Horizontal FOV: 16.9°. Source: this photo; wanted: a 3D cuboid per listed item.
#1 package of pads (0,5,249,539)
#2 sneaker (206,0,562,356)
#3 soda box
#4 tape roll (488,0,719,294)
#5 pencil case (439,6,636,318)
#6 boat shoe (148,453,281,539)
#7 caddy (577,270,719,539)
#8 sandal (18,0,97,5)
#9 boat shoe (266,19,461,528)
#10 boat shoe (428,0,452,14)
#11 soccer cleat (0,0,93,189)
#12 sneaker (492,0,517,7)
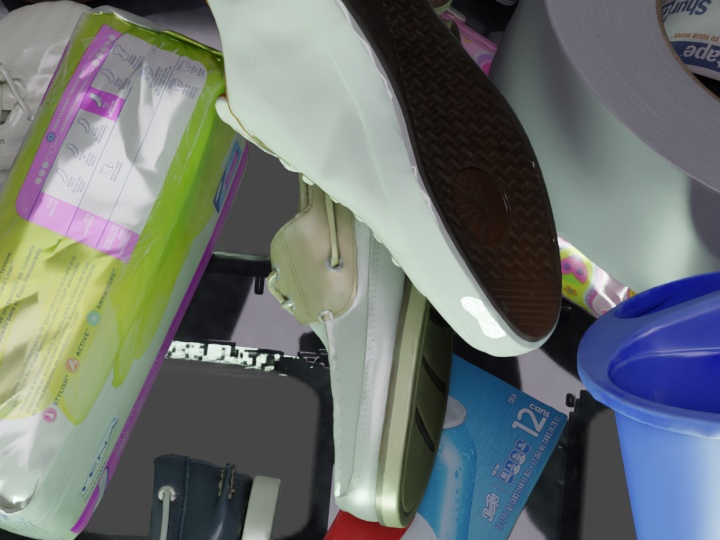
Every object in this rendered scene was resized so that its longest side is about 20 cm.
[{"bbox_3d":[-0.110,0.007,0.971,0.068,0.155,0.201,22,81,5],"label":"package of pads"},{"bbox_3d":[0.002,-0.051,0.895,0.085,0.073,0.201,-32,84,40],"label":"sneaker"},{"bbox_3d":[0.008,0.132,0.954,0.064,0.068,0.200,28,58,6],"label":"soda box"},{"bbox_3d":[0.154,-0.067,0.968,0.199,0.066,0.201,13,44,-13],"label":"tape roll"},{"bbox_3d":[0.058,-0.052,1.014,0.200,0.087,0.088,33,82,8],"label":"pencil case"},{"bbox_3d":[-0.082,0.173,0.979,0.062,0.075,0.201,13,79,2],"label":"boat shoe"},{"bbox_3d":[0.175,0.044,0.829,0.199,0.141,0.105,-2,111,9],"label":"caddy"},{"bbox_3d":[-0.070,-0.168,1.053,0.199,0.054,0.081,-18,80,-8],"label":"sandal"},{"bbox_3d":[0.000,0.000,0.942,0.068,0.075,0.201,2,74,10],"label":"boat shoe"},{"bbox_3d":[-0.009,-0.162,0.985,0.071,0.076,0.201,13,45,-29],"label":"boat shoe"},{"bbox_3d":[-0.189,-0.051,1.023,0.200,0.078,0.069,-33,80,-5],"label":"soccer cleat"},{"bbox_3d":[0.046,-0.209,1.039,0.114,0.075,0.201,-30,83,-20],"label":"sneaker"}]
